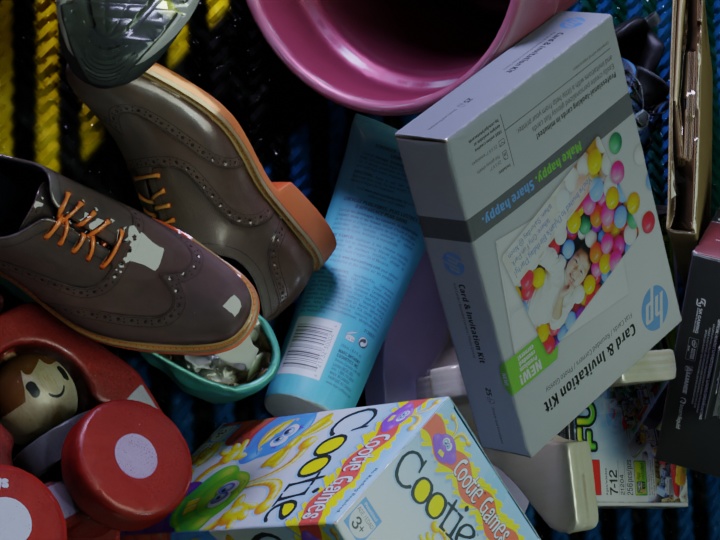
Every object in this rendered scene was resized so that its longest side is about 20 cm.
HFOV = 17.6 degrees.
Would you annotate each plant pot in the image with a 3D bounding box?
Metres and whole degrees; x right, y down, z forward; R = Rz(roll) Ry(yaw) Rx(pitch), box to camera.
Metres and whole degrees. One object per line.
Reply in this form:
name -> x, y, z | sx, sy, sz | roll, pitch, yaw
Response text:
plant pot -> 0.053, -0.202, 1.384 | 0.179, 0.200, 0.201 | -21, 96, -56

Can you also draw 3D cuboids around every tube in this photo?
tube -> 0.000, 0.000, 1.382 | 0.077, 0.050, 0.200 | 21, 66, 2

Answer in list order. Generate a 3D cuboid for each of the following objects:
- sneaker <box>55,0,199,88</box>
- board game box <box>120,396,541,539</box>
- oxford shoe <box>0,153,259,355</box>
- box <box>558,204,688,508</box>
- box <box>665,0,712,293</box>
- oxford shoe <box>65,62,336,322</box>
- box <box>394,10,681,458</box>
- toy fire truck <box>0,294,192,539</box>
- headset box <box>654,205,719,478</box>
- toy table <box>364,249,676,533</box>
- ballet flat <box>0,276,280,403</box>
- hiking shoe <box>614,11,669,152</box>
sneaker -> -0.117, -0.155, 1.257 | 0.074, 0.085, 0.200 | 10, 44, 1
board game box -> -0.020, 0.146, 1.248 | 0.103, 0.200, 0.105 | -45, 110, -35
oxford shoe -> -0.147, -0.011, 1.193 | 0.200, 0.073, 0.071 | 21, 77, 1
box -> 0.161, 0.055, 1.517 | 0.110, 0.035, 0.201 | 4, 81, -39
box -> 0.215, -0.080, 1.511 | 0.200, 0.021, 0.164 | 50, 42, -75
oxford shoe -> -0.098, -0.049, 1.302 | 0.200, 0.071, 0.073 | 43, 67, -23
box -> 0.103, -0.021, 1.296 | 0.156, 0.041, 0.200 | -37, 123, -37
toy fire truck -> -0.193, 0.087, 1.187 | 0.200, 0.112, 0.168 | -27, 82, -40
headset box -> 0.251, 0.033, 1.484 | 0.200, 0.077, 0.149 | -47, 147, -58
toy table -> 0.089, 0.071, 1.404 | 0.184, 0.117, 0.201 | -17, 93, -40
ballet flat -> -0.120, 0.010, 1.272 | 0.200, 0.070, 0.067 | 33, 64, -30
hiking shoe -> 0.151, -0.092, 1.453 | 0.074, 0.087, 0.200 | 38, 31, -26
